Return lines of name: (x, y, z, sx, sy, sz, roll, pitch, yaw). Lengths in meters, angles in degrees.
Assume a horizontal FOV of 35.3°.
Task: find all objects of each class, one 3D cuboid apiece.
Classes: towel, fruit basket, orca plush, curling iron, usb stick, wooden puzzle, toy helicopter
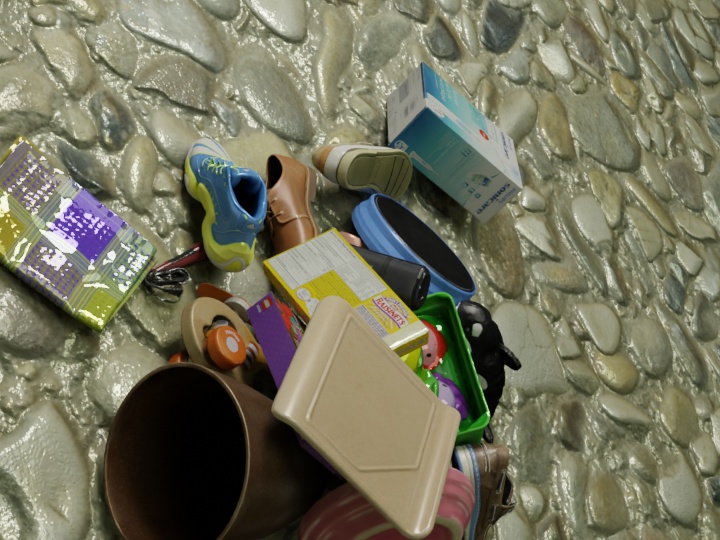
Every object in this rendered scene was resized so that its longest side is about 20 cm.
towel: (-0.317, -0.039, 1.191, 0.200, 0.023, 0.144, 42, 43, -10)
fruit basket: (0.055, 0.114, 1.330, 0.216, 0.153, 0.219, -17, 90, -88)
orca plush: (0.171, 0.132, 1.464, 0.105, 0.070, 0.203, -30, 121, -54)
curling iron: (-0.178, -0.014, 1.316, 0.049, 0.026, 0.199, 40, 39, 12)
usb stick: (0.000, 0.000, 1.366, 0.032, 0.198, 0.056, 15, 92, -53)
wooden puzzle: (0.008, 0.145, 1.127, 0.200, 0.037, 0.186, 43, 36, -15)
toy helicopter: (-0.127, 0.090, 1.288, 0.199, 0.078, 0.134, 34, 37, -40)

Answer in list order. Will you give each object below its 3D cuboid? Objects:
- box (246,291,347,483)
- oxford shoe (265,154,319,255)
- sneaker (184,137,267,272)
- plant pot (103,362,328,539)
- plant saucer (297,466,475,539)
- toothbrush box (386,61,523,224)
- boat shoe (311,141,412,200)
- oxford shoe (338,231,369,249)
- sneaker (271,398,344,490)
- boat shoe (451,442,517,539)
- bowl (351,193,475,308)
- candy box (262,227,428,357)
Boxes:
box: (-0.046, 0.132, 1.215, 0.137, 0.039, 0.201, 49, 10, -47)
oxford shoe: (-0.096, -0.060, 1.394, 0.071, 0.071, 0.202, 29, 39, -36)
sneaker: (-0.147, -0.100, 1.318, 0.075, 0.105, 0.202, 6, 48, -34)
plant pot: (-0.124, 0.199, 1.148, 0.199, 0.185, 0.190, 18, 53, -55)
plant saucer: (0.033, 0.280, 1.212, 0.199, 0.201, 0.051, 15, 41, -37)
toothbrush box: (0.137, -0.187, 1.658, 0.199, 0.085, 0.147, 38, 28, -22)
boat shoe: (0.006, -0.142, 1.535, 0.068, 0.076, 0.199, 25, 7, 26)
oxford shoe: (0.026, 0.035, 1.471, 0.199, 0.071, 0.074, 37, 67, -19)
sneaker: (-0.037, 0.204, 1.312, 0.199, 0.072, 0.083, 40, 21, -21)
boat shoe: (0.149, 0.272, 1.350, 0.071, 0.201, 0.073, -11, 55, -3)
bowl: (0.074, -0.024, 1.491, 0.200, 0.039, 0.201, 40, 17, -14)
candy box: (-0.020, 0.034, 1.268, 0.101, 0.027, 0.200, -23, 48, -23)
